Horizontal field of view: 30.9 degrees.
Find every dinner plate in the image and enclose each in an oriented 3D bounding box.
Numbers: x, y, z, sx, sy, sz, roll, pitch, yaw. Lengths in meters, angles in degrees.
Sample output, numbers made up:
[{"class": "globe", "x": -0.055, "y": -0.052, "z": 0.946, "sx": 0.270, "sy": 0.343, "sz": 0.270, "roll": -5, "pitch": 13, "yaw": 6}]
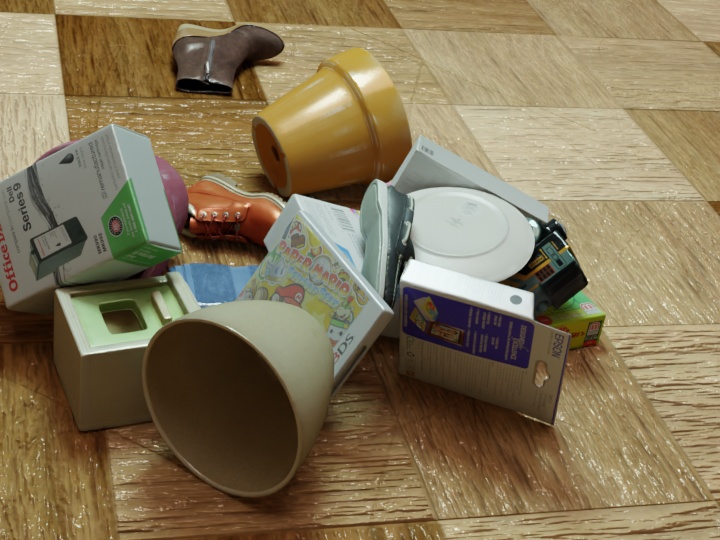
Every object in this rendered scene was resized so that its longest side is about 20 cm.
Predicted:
[{"class": "dinner plate", "x": 0.114, "y": -0.050, "z": 1.585, "sx": 0.197, "sy": 0.024, "sz": 0.201, "roll": 2, "pitch": 38, "yaw": -2}]

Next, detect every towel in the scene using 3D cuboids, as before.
[{"class": "towel", "x": -0.139, "y": 0.035, "z": 1.614, "sx": 0.197, "sy": 0.049, "sz": 0.112, "roll": 1, "pitch": 33, "yaw": -13}]

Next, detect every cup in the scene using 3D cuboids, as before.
[{"class": "cup", "x": -0.106, "y": 0.110, "z": 1.352, "sx": 0.199, "sy": 0.202, "sz": 0.143, "roll": 24, "pitch": 36, "yaw": 22}]

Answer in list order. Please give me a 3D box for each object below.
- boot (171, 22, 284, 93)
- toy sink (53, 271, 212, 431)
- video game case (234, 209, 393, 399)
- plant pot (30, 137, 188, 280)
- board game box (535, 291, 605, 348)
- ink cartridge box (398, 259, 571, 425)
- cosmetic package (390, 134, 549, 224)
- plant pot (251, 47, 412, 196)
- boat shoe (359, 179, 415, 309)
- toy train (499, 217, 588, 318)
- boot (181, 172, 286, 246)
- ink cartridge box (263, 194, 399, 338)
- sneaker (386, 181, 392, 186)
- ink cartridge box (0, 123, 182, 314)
[{"class": "boot", "x": -0.222, "y": -0.351, "z": 2.214, "sx": 0.197, "sy": 0.073, "sz": 0.168, "roll": 3, "pitch": 44, "yaw": -13}, {"class": "toy sink", "x": -0.231, "y": 0.082, "z": 1.451, "sx": 0.198, "sy": 0.113, "sz": 0.131, "roll": -6, "pitch": 35, "yaw": -24}, {"class": "video game case", "x": -0.069, "y": 0.058, "z": 1.471, "sx": 0.023, "sy": 0.183, "sz": 0.200, "roll": 22, "pitch": 19, "yaw": -45}, {"class": "plant pot", "x": -0.304, "y": -0.072, "z": 1.622, "sx": 0.198, "sy": 0.202, "sz": 0.179, "roll": 16, "pitch": 16, "yaw": 10}, {"class": "board game box", "x": 0.223, "y": 0.030, "z": 1.720, "sx": 0.100, "sy": 0.048, "sz": 0.200, "roll": -9, "pitch": 36, "yaw": -26}, {"class": "ink cartridge box", "x": 0.140, "y": 0.083, "z": 1.477, "sx": 0.198, "sy": 0.199, "sz": 0.044, "roll": 18, "pitch": 57, "yaw": 13}, {"class": "cosmetic package", "x": 0.142, "y": -0.090, "z": 1.706, "sx": 0.198, "sy": 0.083, "sz": 0.051, "roll": 29, "pitch": 30, "yaw": -8}, {"class": "plant pot", "x": -0.052, "y": -0.198, "z": 1.896, "sx": 0.182, "sy": 0.202, "sz": 0.200, "roll": -25, "pitch": 43, "yaw": -20}, {"class": "boat shoe", "x": 0.036, "y": -0.022, "z": 1.496, "sx": 0.060, "sy": 0.076, "sz": 0.202, "roll": 17, "pitch": 50, "yaw": -17}, {"class": "toy train", "x": 0.187, "y": 0.020, "z": 1.626, "sx": 0.199, "sy": 0.085, "sz": 0.114, "roll": -36, "pitch": 53, "yaw": 1}, {"class": "boot", "x": -0.172, "y": -0.063, "z": 1.748, "sx": 0.198, "sy": 0.076, "sz": 0.107, "roll": 21, "pitch": 35, "yaw": 34}, {"class": "ink cartridge box", "x": 0.000, "y": 0.000, "z": 1.598, "sx": 0.198, "sy": 0.085, "sz": 0.145, "roll": 12, "pitch": 37, "yaw": -36}, {"class": "sneaker", "x": 0.115, "y": -0.088, "z": 1.876, "sx": 0.197, "sy": 0.080, "sz": 0.095, "roll": 9, "pitch": 9, "yaw": -2}, {"class": "ink cartridge box", "x": -0.320, "y": -0.053, "z": 1.473, "sx": 0.198, "sy": 0.148, "sz": 0.084, "roll": -24, "pitch": -13, "yaw": 18}]
